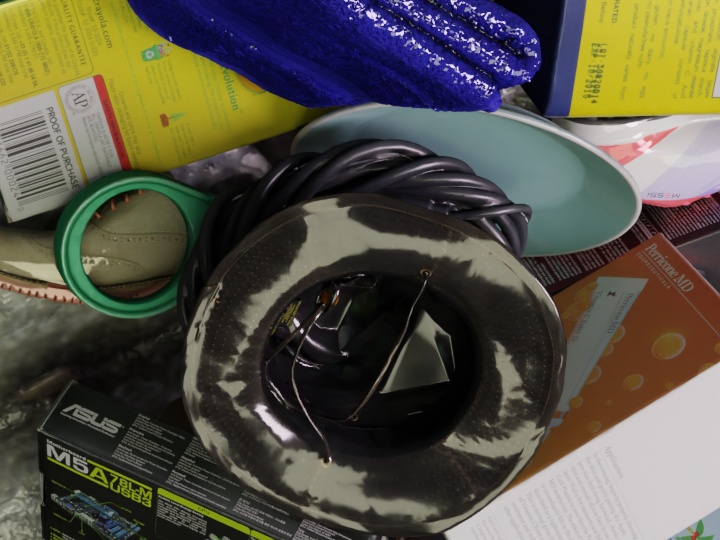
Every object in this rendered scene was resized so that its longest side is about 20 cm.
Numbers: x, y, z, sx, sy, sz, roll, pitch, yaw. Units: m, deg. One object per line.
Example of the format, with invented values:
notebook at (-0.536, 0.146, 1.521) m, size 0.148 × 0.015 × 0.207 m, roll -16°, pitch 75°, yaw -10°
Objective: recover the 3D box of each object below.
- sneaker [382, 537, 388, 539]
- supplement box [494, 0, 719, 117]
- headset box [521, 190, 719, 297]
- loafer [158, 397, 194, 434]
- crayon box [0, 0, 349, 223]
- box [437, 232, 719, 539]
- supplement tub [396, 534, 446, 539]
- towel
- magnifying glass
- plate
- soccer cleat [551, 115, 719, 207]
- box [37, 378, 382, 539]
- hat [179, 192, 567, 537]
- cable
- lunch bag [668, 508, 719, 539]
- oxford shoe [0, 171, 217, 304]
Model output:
sneaker at (-0.002, 0.221, 1.266) m, size 0.074 × 0.087 × 0.200 m, roll -24°, pitch 148°, yaw -17°
supplement box at (0.185, -0.157, 1.136) m, size 0.199 × 0.110 × 0.109 m, roll -2°, pitch 119°, yaw -15°
headset box at (0.155, 0.041, 1.259) m, size 0.199 × 0.077 × 0.149 m, roll -20°, pitch 123°, yaw -7°
loafer at (-0.068, 0.141, 1.258) m, size 0.076 × 0.068 × 0.200 m, roll -30°, pitch 139°, yaw -8°
crayon box at (-0.116, -0.117, 1.102) m, size 0.199 × 0.051 × 0.128 m, roll -17°, pitch 123°, yaw -6°
box at (0.127, 0.090, 1.151) m, size 0.199 × 0.125 × 0.098 m, roll -31°, pitch 125°, yaw -3°
supplement tub at (0.072, 0.216, 1.295) m, size 0.106 × 0.107 × 0.201 m, roll -12°, pitch 144°, yaw -10°
towel at (-0.021, -0.116, 0.988) m, size 0.147 × 0.200 × 0.050 m, roll 22°, pitch 82°, yaw -28°
magnifying glass at (-0.071, -0.020, 1.127) m, size 0.199 × 0.022 × 0.080 m, roll -7°, pitch 106°, yaw -24°
plate at (0.060, -0.058, 1.141) m, size 0.199 × 0.200 × 0.026 m, roll 22°, pitch 67°, yaw -26°
soccer cleat at (0.208, -0.073, 1.218) m, size 0.199 × 0.068 × 0.074 m, roll -3°, pitch 121°, yaw -11°
box at (-0.092, 0.171, 1.181) m, size 0.199 × 0.048 × 0.194 m, roll 23°, pitch 139°, yaw 12°
hat at (0.004, 0.042, 1.073) m, size 0.199 × 0.081 × 0.202 m, roll -2°, pitch 108°, yaw -6°
cable at (0.000, 0.000, 1.123) m, size 0.199 × 0.051 × 0.164 m, roll -27°, pitch 117°, yaw 2°
lunch bag at (0.224, 0.180, 1.298) m, size 0.199 × 0.083 × 0.161 m, roll -32°, pitch 161°, yaw -27°
oxford shoe at (-0.132, -0.023, 1.150) m, size 0.199 × 0.071 × 0.074 m, roll -1°, pitch 106°, yaw -24°
